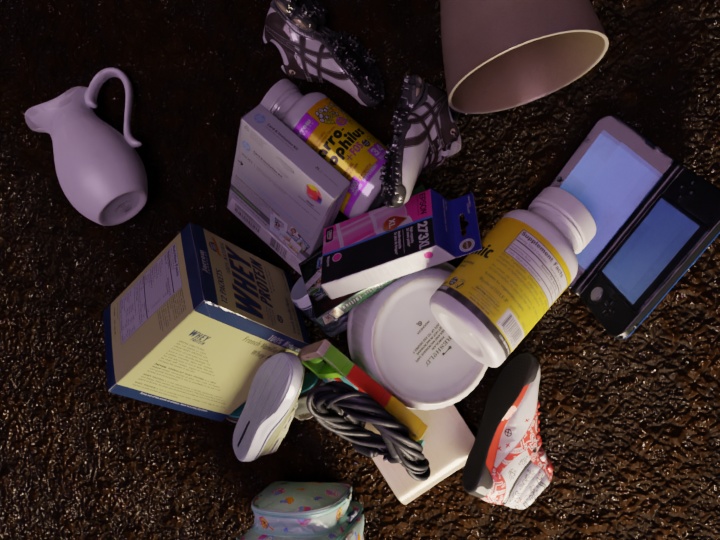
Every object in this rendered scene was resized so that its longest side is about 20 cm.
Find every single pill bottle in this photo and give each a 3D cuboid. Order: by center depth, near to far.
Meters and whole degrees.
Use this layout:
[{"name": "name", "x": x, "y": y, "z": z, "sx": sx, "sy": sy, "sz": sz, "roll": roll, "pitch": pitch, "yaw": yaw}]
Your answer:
[{"name": "pill bottle", "x": 0.181, "y": 0.003, "z": 0.758, "sx": 0.111, "sy": 0.111, "sz": 0.200, "roll": 44, "pitch": 80, "yaw": 4}, {"name": "pill bottle", "x": -0.045, "y": -0.163, "z": 0.870, "sx": 0.199, "sy": 0.104, "sz": 0.105, "roll": 40, "pitch": 109, "yaw": 6}]

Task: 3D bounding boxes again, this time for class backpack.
[{"name": "backpack", "x": -0.090, "y": 0.398, "z": 0.945, "sx": 0.171, "sy": 0.200, "sz": 0.158, "roll": -2, "pitch": 100, "yaw": 18}]

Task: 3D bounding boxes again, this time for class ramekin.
[{"name": "ramekin", "x": 0.081, "y": 0.084, "z": 0.846, "sx": 0.196, "sy": 0.094, "sz": 0.209, "roll": 0, "pitch": 91, "yaw": -7}]

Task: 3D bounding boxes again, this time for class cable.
[{"name": "cable", "x": 0.011, "y": 0.205, "z": 0.817, "sx": 0.161, "sy": 0.202, "sz": 0.051, "roll": 27, "pitch": 68, "yaw": 29}]

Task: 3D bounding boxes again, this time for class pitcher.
[{"name": "pitcher", "x": -0.383, "y": -0.188, "z": 0.974, "sx": 0.170, "sy": 0.121, "sz": 0.202, "roll": -36, "pitch": 78, "yaw": 5}]

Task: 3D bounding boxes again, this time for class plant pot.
[{"name": "plant pot", "x": 0.165, "y": -0.317, "z": 0.749, "sx": 0.183, "sy": 0.187, "sz": 0.206, "roll": -16, "pitch": 82, "yaw": 19}]

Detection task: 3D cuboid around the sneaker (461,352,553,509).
[{"name": "sneaker", "x": 0.222, "y": 0.223, "z": 0.890, "sx": 0.106, "sy": 0.067, "sz": 0.206, "roll": 24, "pitch": 88, "yaw": -18}]

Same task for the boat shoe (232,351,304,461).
[{"name": "boat shoe", "x": -0.120, "y": 0.187, "z": 0.907, "sx": 0.073, "sy": 0.061, "sz": 0.202, "roll": 56, "pitch": 129, "yaw": 33}]

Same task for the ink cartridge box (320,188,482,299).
[{"name": "ink cartridge box", "x": 0.044, "y": -0.038, "z": 0.784, "sx": 0.195, "sy": 0.096, "sz": 0.037, "roll": -17, "pitch": 136, "yaw": 18}]

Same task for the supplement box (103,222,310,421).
[{"name": "supplement box", "x": -0.213, "y": 0.080, "z": 0.903, "sx": 0.199, "sy": 0.198, "sz": 0.136, "roll": -40, "pitch": 49, "yaw": 20}]

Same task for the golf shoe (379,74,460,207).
[{"name": "golf shoe", "x": 0.079, "y": -0.154, "z": 0.790, "sx": 0.092, "sy": 0.204, "sz": 0.078, "roll": 19, "pitch": 147, "yaw": -6}]

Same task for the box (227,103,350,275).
[{"name": "box", "x": -0.104, "y": -0.100, "z": 0.874, "sx": 0.155, "sy": 0.041, "sz": 0.201, "roll": 41, "pitch": 150, "yaw": 7}]

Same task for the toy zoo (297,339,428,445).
[{"name": "toy zoo", "x": 0.009, "y": 0.164, "z": 0.841, "sx": 0.199, "sy": 0.131, "sz": 0.021, "roll": 41, "pitch": 71, "yaw": -6}]

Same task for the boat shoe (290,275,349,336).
[{"name": "boat shoe", "x": 0.000, "y": 0.000, "z": 0.915, "sx": 0.199, "sy": 0.071, "sz": 0.091, "roll": -40, "pitch": 122, "yaw": 4}]

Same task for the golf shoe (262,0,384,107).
[{"name": "golf shoe", "x": -0.051, "y": -0.281, "z": 0.874, "sx": 0.201, "sy": 0.077, "sz": 0.095, "roll": 48, "pitch": 127, "yaw": 5}]

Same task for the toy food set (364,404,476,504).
[{"name": "toy food set", "x": 0.072, "y": 0.216, "z": 0.941, "sx": 0.142, "sy": 0.060, "sz": 0.203, "roll": -34, "pitch": 91, "yaw": 9}]

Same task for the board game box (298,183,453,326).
[{"name": "board game box", "x": 0.017, "y": -0.021, "z": 0.828, "sx": 0.197, "sy": 0.106, "sz": 0.024, "roll": -32, "pitch": 133, "yaw": 8}]

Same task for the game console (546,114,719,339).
[{"name": "game console", "x": 0.303, "y": -0.055, "z": 0.780, "sx": 0.116, "sy": 0.172, "sz": 0.202, "roll": 27, "pitch": 110, "yaw": -18}]

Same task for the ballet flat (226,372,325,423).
[{"name": "ballet flat", "x": -0.120, "y": 0.208, "z": 0.988, "sx": 0.196, "sy": 0.068, "sz": 0.064, "roll": -21, "pitch": 118, "yaw": 27}]
